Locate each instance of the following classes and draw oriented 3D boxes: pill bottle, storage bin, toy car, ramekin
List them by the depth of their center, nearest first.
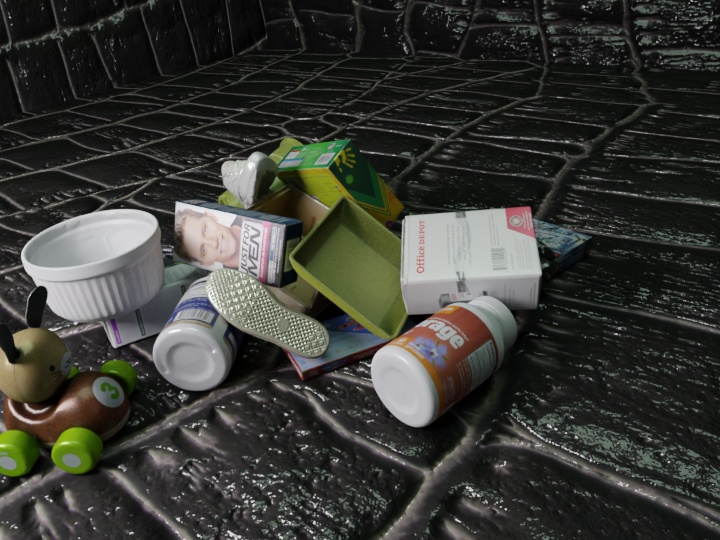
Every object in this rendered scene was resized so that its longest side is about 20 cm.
[{"bbox_3d":[-0.390,0.126,0.774,0.157,0.201,0.165,-3,29,2],"label":"toy car"},{"bbox_3d":[0.119,0.112,0.821,0.199,0.113,0.112,-28,37,-36],"label":"pill bottle"},{"bbox_3d":[-0.228,0.078,0.931,0.110,0.112,0.200,-1,29,6],"label":"pill bottle"},{"bbox_3d":[-0.400,-0.006,0.947,0.199,0.106,0.201,-5,30,3],"label":"ramekin"},{"bbox_3d":[-0.111,-0.034,1.064,0.199,0.094,0.198,32,40,14],"label":"storage bin"}]

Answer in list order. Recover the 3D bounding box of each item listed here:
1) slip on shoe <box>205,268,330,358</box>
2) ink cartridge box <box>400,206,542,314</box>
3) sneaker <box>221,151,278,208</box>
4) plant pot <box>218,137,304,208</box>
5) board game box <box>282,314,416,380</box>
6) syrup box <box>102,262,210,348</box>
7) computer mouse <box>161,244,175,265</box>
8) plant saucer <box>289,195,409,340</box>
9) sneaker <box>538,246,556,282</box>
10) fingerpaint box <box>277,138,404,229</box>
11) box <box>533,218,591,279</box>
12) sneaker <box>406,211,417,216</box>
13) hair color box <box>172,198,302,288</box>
[{"bbox_3d":[-0.135,0.065,0.886,0.199,0.074,0.061,30,-12,-2],"label":"slip on shoe"},{"bbox_3d":[0.164,-0.015,0.936,0.198,0.085,0.146,-2,48,9],"label":"ink cartridge box"},{"bbox_3d":[-0.207,-0.164,1.091,0.099,0.200,0.078,37,69,-2],"label":"sneaker"},{"bbox_3d":[-0.185,-0.144,1.272,0.189,0.201,0.200,-33,38,-23],"label":"plant pot"},{"bbox_3d":[-0.016,0.104,0.950,0.199,0.020,0.103,-16,33,-20],"label":"board game box"},{"bbox_3d":[-0.334,0.048,1.031,0.199,0.082,0.079,-18,31,-26],"label":"syrup box"},{"bbox_3d":[-0.388,-0.003,1.160,0.138,0.053,0.200,7,31,17],"label":"computer mouse"},{"bbox_3d":[0.000,0.000,0.975,0.199,0.048,0.200,38,43,-3],"label":"plant saucer"},{"bbox_3d":[0.226,0.017,1.033,0.199,0.079,0.090,-17,5,-12],"label":"sneaker"},{"bbox_3d":[-0.042,-0.150,1.121,0.074,0.167,0.200,-53,31,-18],"label":"fingerpaint box"},{"bbox_3d":[0.313,-0.054,1.166,0.136,0.040,0.199,-25,35,-34],"label":"box"},{"bbox_3d":[0.145,-0.051,1.170,0.088,0.077,0.200,-2,31,-24],"label":"sneaker"},{"bbox_3d":[-0.194,-0.045,0.959,0.199,0.101,0.060,13,15,20],"label":"hair color box"}]
